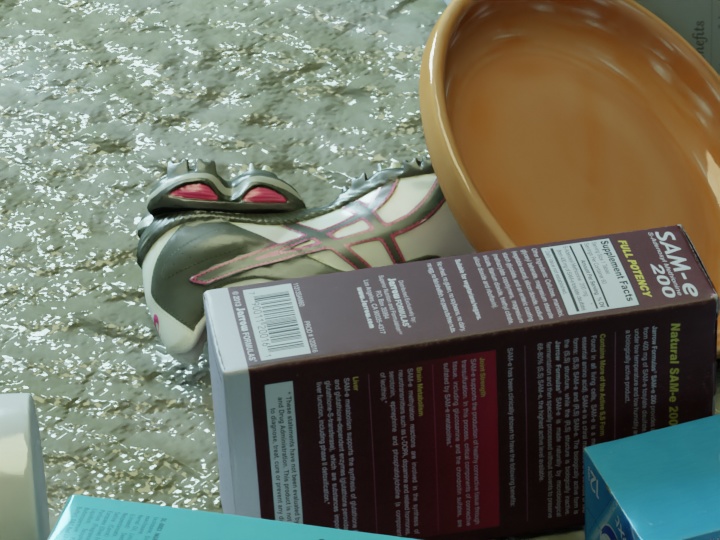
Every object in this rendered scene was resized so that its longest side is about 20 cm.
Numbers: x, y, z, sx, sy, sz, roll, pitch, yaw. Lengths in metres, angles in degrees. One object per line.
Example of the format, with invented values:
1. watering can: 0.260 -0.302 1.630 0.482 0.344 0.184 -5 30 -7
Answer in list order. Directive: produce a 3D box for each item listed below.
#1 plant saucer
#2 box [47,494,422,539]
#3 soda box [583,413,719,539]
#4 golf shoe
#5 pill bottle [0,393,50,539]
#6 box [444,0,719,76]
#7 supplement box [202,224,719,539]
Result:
1. plant saucer: 0.105 -0.042 1.295 0.200 0.037 0.200 22 47 -26
2. box: -0.018 0.141 1.088 0.200 0.082 0.049 6 38 14
3. soda box: 0.192 0.090 1.156 0.200 0.064 0.068 -12 36 -13
4. golf shoe: 0.000 0.000 1.311 0.200 0.077 0.088 -3 62 -5
5. pill bottle: -0.223 0.099 1.136 0.200 0.112 0.112 -7 35 -4
6. box: 0.143 -0.195 1.445 0.171 0.199 0.200 -14 35 -14
7. supplement box: 0.041 0.052 1.184 0.200 0.109 0.061 -7 35 -7
